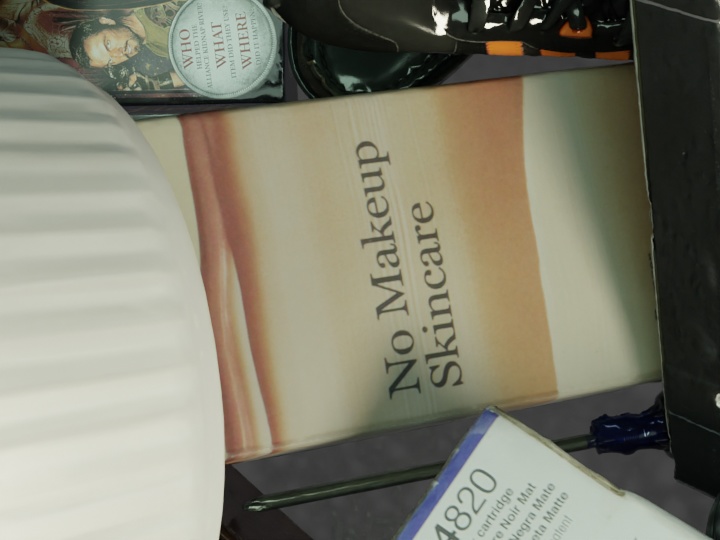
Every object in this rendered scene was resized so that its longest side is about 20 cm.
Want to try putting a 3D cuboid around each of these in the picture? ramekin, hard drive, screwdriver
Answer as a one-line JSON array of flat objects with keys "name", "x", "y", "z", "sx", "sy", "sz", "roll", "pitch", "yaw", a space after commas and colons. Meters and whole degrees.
[{"name": "ramekin", "x": -0.111, "y": 0.032, "z": 0.637, "sx": 0.094, "sy": 0.202, "sz": 0.204, "roll": -8, "pitch": 87, "yaw": -29}, {"name": "hard drive", "x": 0.139, "y": -0.046, "z": 0.707, "sx": 0.038, "sy": 0.139, "sz": 0.201, "roll": 22, "pitch": 132, "yaw": 43}, {"name": "screwdriver", "x": 0.059, "y": 0.054, "z": 0.784, "sx": 0.198, "sy": 0.028, "sz": 0.029, "roll": -6, "pitch": 53, "yaw": -5}]

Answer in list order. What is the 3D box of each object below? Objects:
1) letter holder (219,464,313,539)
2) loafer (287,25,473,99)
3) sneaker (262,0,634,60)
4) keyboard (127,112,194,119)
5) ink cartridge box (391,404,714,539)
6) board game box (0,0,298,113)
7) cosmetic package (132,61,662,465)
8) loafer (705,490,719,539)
[{"name": "letter holder", "x": -0.072, "y": 0.112, "z": 0.756, "sx": 0.200, "sy": 0.142, "sz": 0.101, "roll": 42, "pitch": 93, "yaw": 6}, {"name": "loafer", "x": 0.045, "y": -0.136, "z": 0.777, "sx": 0.072, "sy": 0.063, "sz": 0.201, "roll": 37, "pitch": 86, "yaw": -6}, {"name": "sneaker", "x": 0.068, "y": -0.094, "z": 0.713, "sx": 0.090, "sy": 0.199, "sz": 0.071, "roll": 33, "pitch": 123, "yaw": 45}, {"name": "keyboard", "x": -0.076, "y": -0.025, "z": 0.818, "sx": 0.198, "sy": 0.011, "sz": 0.057, "roll": -1, "pitch": 107, "yaw": 6}, {"name": "ink cartridge box", "x": 0.062, "y": 0.170, "z": 0.632, "sx": 0.199, "sy": 0.041, "sz": 0.200, "roll": 34, "pitch": 81, "yaw": 16}, {"name": "board game box", "x": -0.090, "y": -0.154, "z": 0.818, "sx": 0.134, "sy": 0.035, "sz": 0.202, "roll": -1, "pitch": 88, "yaw": 6}, {"name": "cosmetic package", "x": 0.000, "y": 0.000, "z": 0.732, "sx": 0.199, "sy": 0.087, "sz": 0.104, "roll": -10, "pitch": 87, "yaw": -27}, {"name": "loafer", "x": 0.181, "y": 0.126, "z": 0.684, "sx": 0.200, "sy": 0.072, "sz": 0.073, "roll": 45, "pitch": 53, "yaw": -9}]
